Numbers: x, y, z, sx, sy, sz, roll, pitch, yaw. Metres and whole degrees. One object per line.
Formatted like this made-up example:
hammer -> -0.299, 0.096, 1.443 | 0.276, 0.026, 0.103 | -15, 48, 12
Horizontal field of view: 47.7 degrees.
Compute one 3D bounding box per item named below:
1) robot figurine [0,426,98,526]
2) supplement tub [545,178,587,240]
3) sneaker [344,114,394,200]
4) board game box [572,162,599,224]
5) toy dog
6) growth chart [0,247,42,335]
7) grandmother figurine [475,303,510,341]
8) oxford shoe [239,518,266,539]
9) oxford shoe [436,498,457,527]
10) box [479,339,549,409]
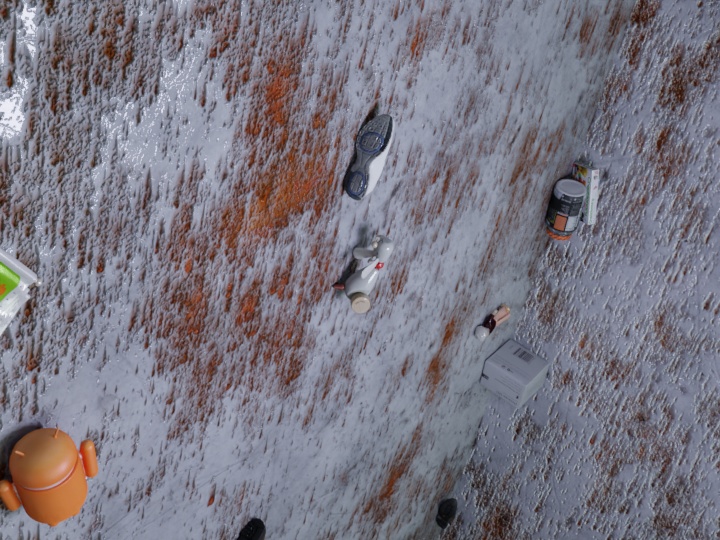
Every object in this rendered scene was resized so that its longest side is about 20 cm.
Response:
robot figurine -> -0.539, 0.355, 1.413 | 0.118, 0.140, 0.203 | -86, 180, -49
supplement tub -> 0.748, -0.220, 2.973 | 0.122, 0.121, 0.203 | -34, 143, -39
sneaker -> 0.026, -0.258, 1.830 | 0.087, 0.074, 0.203 | -28, 146, -62
board game box -> 0.819, -0.283, 2.977 | 0.034, 0.126, 0.205 | -8, 110, -17
toy dog -> 0.000, 0.000, 1.991 | 0.095, 0.132, 0.204 | 15, 102, -21
growth chart -> -0.563, 0.063, 1.204 | 0.202, 0.018, 0.145 | -58, 151, -5
grandmother figurine -> 0.487, 0.196, 3.004 | 0.199, 0.060, 0.123 | -37, 136, -41
oxford shoe -> -0.322, 0.778, 2.209 | 0.200, 0.072, 0.085 | -46, 151, -24
oxford shoe -> 0.398, 1.070, 3.652 | 0.084, 0.072, 0.202 | -37, 156, -38
box -> 0.619, 0.414, 3.272 | 0.199, 0.197, 0.133 | -31, 141, -41
